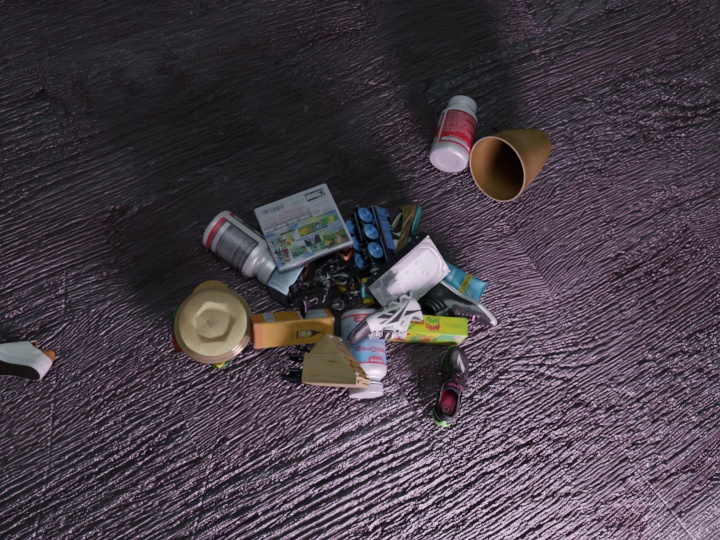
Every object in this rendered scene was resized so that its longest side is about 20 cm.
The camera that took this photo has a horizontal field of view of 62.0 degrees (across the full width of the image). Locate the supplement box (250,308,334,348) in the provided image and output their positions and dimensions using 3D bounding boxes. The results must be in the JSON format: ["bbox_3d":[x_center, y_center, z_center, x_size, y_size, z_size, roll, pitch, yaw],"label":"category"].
[{"bbox_3d":[-0.166,0.140,1.455,0.198,0.069,0.067,-2,108,-17],"label":"supplement box"}]

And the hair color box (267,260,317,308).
[{"bbox_3d":[-0.159,-0.015,1.522,0.060,0.099,0.201,27,69,7],"label":"hair color box"}]

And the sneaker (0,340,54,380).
[{"bbox_3d":[-0.810,0.198,1.399,0.198,0.073,0.085,14,37,5],"label":"sneaker"}]

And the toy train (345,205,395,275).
[{"bbox_3d":[0.035,-0.079,1.552,0.113,0.087,0.202,8,55,-38],"label":"toy train"}]

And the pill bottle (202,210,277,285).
[{"bbox_3d":[-0.291,-0.053,1.516,0.199,0.111,0.111,36,70,8],"label":"pill bottle"}]

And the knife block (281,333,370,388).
[{"bbox_3d":[-0.094,0.245,1.400,0.176,0.064,0.200,-48,56,11],"label":"knife block"}]

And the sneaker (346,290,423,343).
[{"bbox_3d":[0.064,0.129,1.394,0.199,0.074,0.089,-29,79,-21],"label":"sneaker"}]

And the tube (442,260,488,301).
[{"bbox_3d":[0.237,0.015,1.588,0.199,0.050,0.078,32,77,1],"label":"tube"}]

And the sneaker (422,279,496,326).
[{"bbox_3d":[0.246,0.110,1.538,0.199,0.071,0.099,32,70,13],"label":"sneaker"}]

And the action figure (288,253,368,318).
[{"bbox_3d":[-0.076,0.034,1.470,0.199,0.102,0.119,-26,67,-26],"label":"action figure"}]

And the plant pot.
[{"bbox_3d":[0.441,-0.317,1.676,0.199,0.187,0.187,-31,75,-30],"label":"plant pot"}]

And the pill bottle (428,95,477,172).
[{"bbox_3d":[0.270,-0.392,1.707,0.111,0.112,0.202,17,69,1],"label":"pill bottle"}]

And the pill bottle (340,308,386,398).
[{"bbox_3d":[0.008,0.202,1.453,0.107,0.109,0.202,-1,70,-7],"label":"pill bottle"}]

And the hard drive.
[{"bbox_3d":[0.119,0.016,1.505,0.200,0.140,0.038,-40,35,-4],"label":"hard drive"}]

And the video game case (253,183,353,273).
[{"bbox_3d":[-0.143,-0.108,1.496,0.198,0.022,0.184,-21,70,-12],"label":"video game case"}]

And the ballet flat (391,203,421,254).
[{"bbox_3d":[0.113,-0.092,1.607,0.072,0.068,0.202,5,67,17],"label":"ballet flat"}]

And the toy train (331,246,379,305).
[{"bbox_3d":[0.000,0.000,1.558,0.199,0.056,0.151,33,70,7],"label":"toy train"}]

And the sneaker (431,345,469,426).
[{"bbox_3d":[0.228,0.280,1.461,0.076,0.084,0.202,14,68,-2],"label":"sneaker"}]

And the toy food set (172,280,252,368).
[{"bbox_3d":[-0.363,0.134,1.471,0.199,0.049,0.198,36,70,7],"label":"toy food set"}]

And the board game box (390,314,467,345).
[{"bbox_3d":[0.158,0.147,1.495,0.198,0.102,0.048,5,70,-5],"label":"board game box"}]
